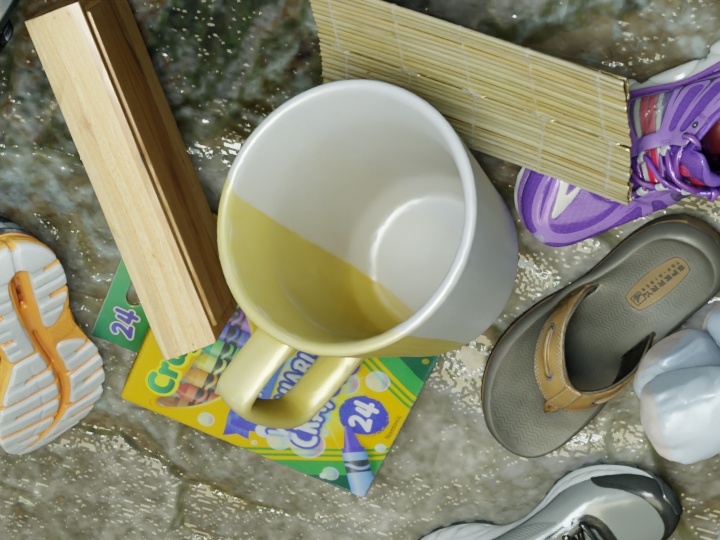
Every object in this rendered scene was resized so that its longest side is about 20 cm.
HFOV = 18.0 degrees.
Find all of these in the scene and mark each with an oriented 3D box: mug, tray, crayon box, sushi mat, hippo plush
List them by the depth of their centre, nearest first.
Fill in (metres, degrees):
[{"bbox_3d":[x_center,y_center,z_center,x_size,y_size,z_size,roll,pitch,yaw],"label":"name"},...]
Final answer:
[{"bbox_3d":[0.060,-0.100,1.245,0.199,0.012,0.096,21,143,23],"label":"sushi mat"},{"bbox_3d":[-0.123,-0.060,1.273,0.037,0.099,0.201,-20,102,11],"label":"tray"},{"bbox_3d":[0.002,-0.010,1.276,0.186,0.153,0.150,-22,73,17],"label":"mug"},{"bbox_3d":[0.266,0.100,1.295,0.199,0.159,0.162,-14,108,29],"label":"hippo plush"},{"bbox_3d":[-0.062,0.046,1.397,0.199,0.052,0.126,23,124,-5],"label":"crayon box"}]

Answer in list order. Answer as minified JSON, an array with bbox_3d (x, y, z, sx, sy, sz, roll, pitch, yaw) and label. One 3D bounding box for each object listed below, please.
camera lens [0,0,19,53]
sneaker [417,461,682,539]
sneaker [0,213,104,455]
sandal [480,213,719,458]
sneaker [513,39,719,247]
[{"bbox_3d":[-0.299,-0.157,1.236,0.200,0.160,0.160,40,121,-16],"label":"camera lens"},{"bbox_3d":[0.116,0.187,1.444,0.199,0.079,0.074,-27,114,24],"label":"sneaker"},{"bbox_3d":[-0.214,0.035,1.409,0.077,0.078,0.201,43,150,34],"label":"sneaker"},{"bbox_3d":[0.143,0.047,1.357,0.082,0.055,0.200,39,121,-16],"label":"sandal"},{"bbox_3d":[0.169,-0.067,1.259,0.199,0.084,0.081,-29,114,27],"label":"sneaker"}]
